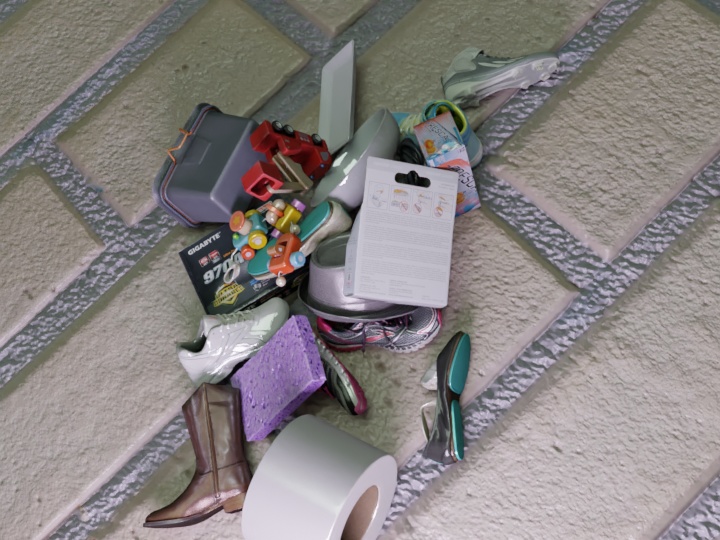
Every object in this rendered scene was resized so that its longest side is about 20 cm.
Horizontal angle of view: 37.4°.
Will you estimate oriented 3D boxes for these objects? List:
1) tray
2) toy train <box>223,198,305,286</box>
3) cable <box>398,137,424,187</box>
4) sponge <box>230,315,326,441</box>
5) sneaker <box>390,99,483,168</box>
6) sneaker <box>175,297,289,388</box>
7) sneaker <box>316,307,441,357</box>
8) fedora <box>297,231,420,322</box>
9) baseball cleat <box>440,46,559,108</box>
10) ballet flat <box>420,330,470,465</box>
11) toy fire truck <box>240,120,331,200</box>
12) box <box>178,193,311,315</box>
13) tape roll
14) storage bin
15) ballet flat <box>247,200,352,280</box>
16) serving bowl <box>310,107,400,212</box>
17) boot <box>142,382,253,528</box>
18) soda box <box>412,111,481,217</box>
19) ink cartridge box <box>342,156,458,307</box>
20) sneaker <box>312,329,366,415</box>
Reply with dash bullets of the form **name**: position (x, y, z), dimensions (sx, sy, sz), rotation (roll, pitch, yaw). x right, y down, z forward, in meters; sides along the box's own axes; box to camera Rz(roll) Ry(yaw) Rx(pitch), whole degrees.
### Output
- **tray**: position (-0.037, -0.288, 1.840), dimensions (0.107, 0.022, 0.203), rotation (-30, 51, 50)
- **toy train**: position (-0.157, -0.047, 1.668), dimensions (0.199, 0.055, 0.152), rotation (-8, 56, 47)
- **cable**: position (0.089, -0.105, 1.664), dimensions (0.050, 0.164, 0.202), rotation (-3, 60, 1)
- **sponge**: position (-0.127, 0.165, 1.614), dimensions (0.200, 0.030, 0.113), rotation (-45, 53, 40)
- **sneaker**: position (0.102, -0.242, 1.741), dimensions (0.198, 0.131, 0.080), rotation (17, 72, 23)
- **sneaker**: position (-0.205, 0.099, 1.685), dimensions (0.199, 0.100, 0.078), rotation (-37, 32, -4)
- **sneaker**: position (0.028, 0.085, 1.647), dimensions (0.197, 0.075, 0.082), rotation (-9, 64, 11)
- **fedora**: position (0.000, 0.000, 1.634), dimensions (0.197, 0.091, 0.178), rotation (-3, 31, -1)
- **baseball cleat**: position (0.229, -0.344, 1.785), dimensions (0.198, 0.070, 0.108), rotation (-19, 63, 6)
- **ballet flat**: position (0.121, 0.186, 1.581), dimensions (0.068, 0.068, 0.203), rotation (-4, 65, 24)
- **toy fire truck**: position (-0.116, -0.170, 1.720), dimensions (0.049, 0.199, 0.142), rotation (-40, 56, 30)
- **box**: position (-0.183, -0.012, 1.767), dimensions (0.198, 0.046, 0.160), rotation (-30, 62, 1)
- **tape roll**: position (-0.056, 0.322, 1.493), dimensions (0.138, 0.203, 0.204), rotation (22, 74, 23)
- **storage bin**: position (-0.238, -0.177, 1.781), dimensions (0.133, 0.145, 0.202), rotation (9, 66, 41)
- **ballet flat**: position (-0.094, -0.035, 1.686), dimensions (0.199, 0.062, 0.068), rotation (-34, 44, 28)
- **serving bowl**: position (0.003, -0.164, 1.726), dimensions (0.066, 0.200, 0.201), rotation (37, 77, -14)
- **boot**: position (-0.258, 0.282, 1.633), dimensions (0.184, 0.064, 0.203), rotation (-13, 73, -4)
- **soda box**: position (0.137, -0.159, 1.653), dimensions (0.063, 0.200, 0.069), rotation (-22, 63, 4)
- **ink cartridge box**: position (0.061, -0.053, 1.570), dimensions (0.161, 0.057, 0.203), rotation (7, 82, -27)
- **sneaker**: position (-0.069, 0.163, 1.643), dimensions (0.087, 0.074, 0.200), rotation (-41, 58, -3)
